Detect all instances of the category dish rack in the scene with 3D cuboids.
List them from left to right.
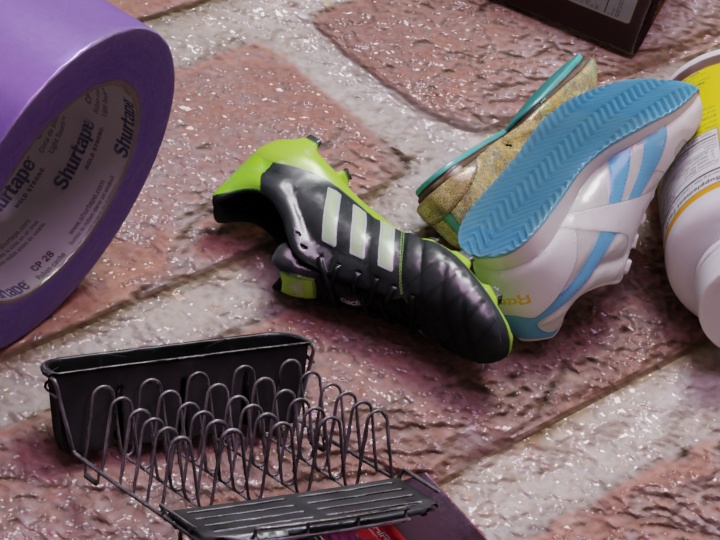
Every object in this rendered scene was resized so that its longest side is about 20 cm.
[{"bbox_3d":[-0.059,0.087,1.471,0.153,0.055,0.200,-8,18,-27],"label":"dish rack"}]

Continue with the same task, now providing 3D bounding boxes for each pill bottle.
[{"bbox_3d":[0.235,-0.039,1.753,0.109,0.109,0.200,11,38,-8],"label":"pill bottle"}]

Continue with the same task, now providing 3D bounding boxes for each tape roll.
[{"bbox_3d":[-0.190,-0.061,1.536,0.085,0.200,0.200,31,40,16],"label":"tape roll"}]

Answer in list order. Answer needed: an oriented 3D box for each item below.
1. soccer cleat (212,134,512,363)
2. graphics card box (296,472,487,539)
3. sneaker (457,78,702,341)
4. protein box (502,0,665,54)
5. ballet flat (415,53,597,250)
[{"bbox_3d":[0.000,0.000,1.658,0.200,0.068,0.081,38,60,25],"label":"soccer cleat"},{"bbox_3d":[-0.011,0.179,1.434,0.200,0.051,0.125,-16,49,-35],"label":"graphics card box"},{"bbox_3d":[0.135,-0.042,1.709,0.076,0.081,0.200,12,46,45],"label":"sneaker"},{"bbox_3d":[0.142,-0.283,1.995,0.200,0.135,0.199,24,38,7],"label":"protein box"},{"bbox_3d":[0.103,-0.066,1.779,0.071,0.071,0.200,30,39,16],"label":"ballet flat"}]
